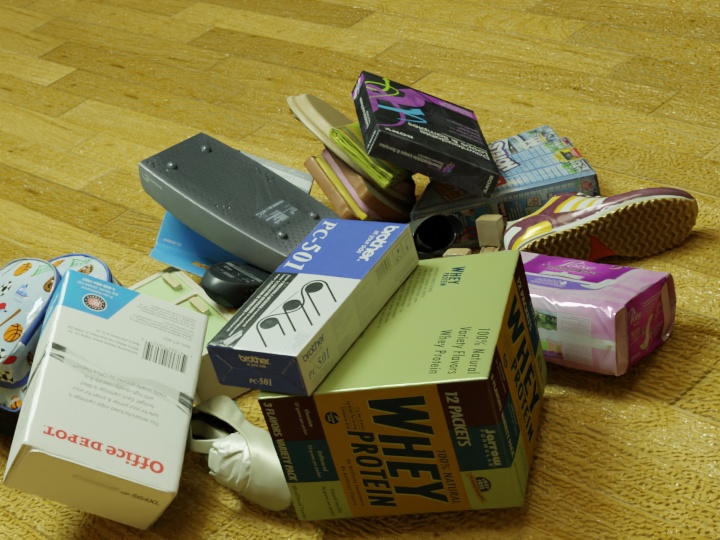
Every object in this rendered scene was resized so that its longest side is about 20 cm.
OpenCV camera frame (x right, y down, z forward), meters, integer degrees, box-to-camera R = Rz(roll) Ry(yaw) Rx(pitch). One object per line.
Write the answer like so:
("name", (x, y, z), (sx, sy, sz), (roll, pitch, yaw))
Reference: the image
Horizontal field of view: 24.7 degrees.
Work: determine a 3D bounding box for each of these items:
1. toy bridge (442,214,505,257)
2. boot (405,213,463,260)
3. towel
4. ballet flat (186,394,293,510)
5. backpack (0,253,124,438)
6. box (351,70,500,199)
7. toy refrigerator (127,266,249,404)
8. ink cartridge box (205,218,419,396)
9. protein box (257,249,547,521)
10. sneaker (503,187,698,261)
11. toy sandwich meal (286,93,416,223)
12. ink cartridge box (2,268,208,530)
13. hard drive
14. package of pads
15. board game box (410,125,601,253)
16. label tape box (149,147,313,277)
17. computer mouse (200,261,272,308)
("toy bridge", (0.103, 0.011, 1.661), (0.027, 0.068, 0.200), (0, 24, 26))
("boot", (0.000, 0.000, 1.679), (0.200, 0.078, 0.138), (-40, 12, -34))
("towel", (0.024, -0.134, 1.795), (0.018, 0.086, 0.200), (-47, -4, 17))
("ballet flat", (-0.119, 0.168, 1.508), (0.069, 0.070, 0.200), (-27, 24, -18))
("backpack", (-0.318, 0.070, 1.671), (0.199, 0.154, 0.191), (14, 54, 42))
("box", (0.069, -0.150, 1.788), (0.142, 0.036, 0.200), (19, 23, -14))
("toy refrigerator", (-0.180, 0.065, 1.716), (0.076, 0.070, 0.200), (-27, 30, -18))
("ink cartridge box", (-0.037, 0.027, 1.413), (0.094, 0.044, 0.200), (5, 36, 32))
("protein box", (0.044, 0.099, 1.433), (0.199, 0.135, 0.199), (-7, 31, 18))
("sneaker", (0.244, -0.054, 1.697), (0.199, 0.075, 0.090), (-15, 35, 2))
("toy sandwich meal", (-0.016, -0.115, 1.840), (0.070, 0.205, 0.205), (-50, 28, 11))
("ink cartridge box", (-0.232, 0.118, 1.514), (0.145, 0.084, 0.201), (21, 50, -16))
("hard drive", (-0.131, -0.071, 1.770), (0.200, 0.042, 0.135), (32, 33, 16))
("package of pads", (0.185, 0.036, 1.555), (0.199, 0.076, 0.120), (9, 24, 36))
("board game box", (0.142, -0.092, 1.827), (0.199, 0.062, 0.200), (-18, 29, -4))
("label tape box", (-0.141, -0.061, 1.848), (0.143, 0.066, 0.200), (19, 29, -1))
("computer mouse", (-0.094, 0.013, 1.740), (0.059, 0.034, 0.200), (28, 22, 36))
